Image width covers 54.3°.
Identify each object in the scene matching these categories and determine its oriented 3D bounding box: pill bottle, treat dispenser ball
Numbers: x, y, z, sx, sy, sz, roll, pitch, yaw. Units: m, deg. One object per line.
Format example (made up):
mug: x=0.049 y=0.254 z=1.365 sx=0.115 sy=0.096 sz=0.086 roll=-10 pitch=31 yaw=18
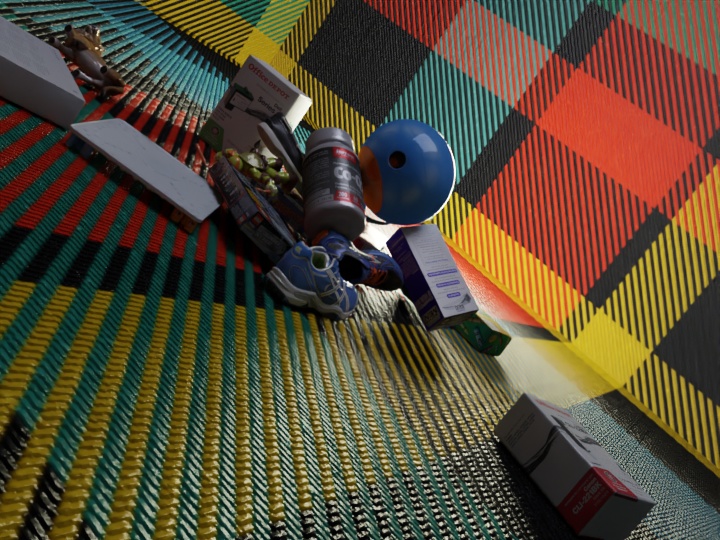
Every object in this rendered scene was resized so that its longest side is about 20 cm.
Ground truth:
pill bottle: x=-0.052 y=-0.159 z=1.291 sx=0.113 sy=0.113 sz=0.204 roll=28 pitch=44 yaw=-39
treat dispenser ball: x=0.087 y=-0.191 z=1.371 sx=0.199 sy=0.202 sz=0.201 roll=35 pitch=11 yaw=-8

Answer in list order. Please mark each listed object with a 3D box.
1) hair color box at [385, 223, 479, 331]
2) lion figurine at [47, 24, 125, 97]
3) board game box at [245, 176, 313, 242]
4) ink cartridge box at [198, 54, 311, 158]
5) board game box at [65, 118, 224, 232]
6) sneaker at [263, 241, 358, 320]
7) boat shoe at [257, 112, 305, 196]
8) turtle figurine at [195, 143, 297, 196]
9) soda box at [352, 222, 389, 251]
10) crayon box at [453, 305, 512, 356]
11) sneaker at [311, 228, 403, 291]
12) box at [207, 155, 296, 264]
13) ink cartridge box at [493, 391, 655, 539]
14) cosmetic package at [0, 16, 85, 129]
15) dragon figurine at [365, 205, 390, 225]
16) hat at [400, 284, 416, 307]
hair color box: x=0.140 y=0.011 z=1.384 sx=0.108 sy=0.065 sz=0.203 roll=-7 pitch=63 yaw=-42
lion figurine: x=-0.462 y=-0.356 z=1.225 sx=0.202 sy=0.072 sz=0.122 roll=56 pitch=6 yaw=16
board game box: x=-0.127 y=-0.123 z=1.395 sx=0.200 sy=0.035 sz=0.135 roll=43 pitch=13 yaw=23
ink cartridge box: x=-0.217 y=-0.316 z=1.449 sx=0.145 sy=0.202 sz=0.084 roll=38 pitch=11 yaw=11
board game box: x=-0.289 y=-0.137 z=0.977 sx=0.198 sy=0.026 sz=0.200 roll=36 pitch=11 yaw=-9
sneaker: x=-0.051 y=0.016 z=0.989 sx=0.076 sy=0.078 sz=0.199 roll=41 pitch=10 yaw=26
boat shoe: x=-0.125 y=-0.215 z=1.381 sx=0.202 sy=0.060 sz=0.074 roll=55 pitch=-16 yaw=-7
turtle figurine: x=-0.198 y=-0.192 z=1.285 sx=0.198 sy=0.066 sz=0.160 roll=31 pitch=15 yaw=30
soda box: x=0.009 y=-0.042 z=1.413 sx=0.063 sy=0.071 sz=0.200 roll=34 pitch=11 yaw=0
crayon box: x=0.241 y=0.103 z=1.595 sx=0.200 sy=0.059 sz=0.118 roll=46 pitch=13 yaw=33
sneaker: x=0.000 y=0.000 z=1.258 sx=0.197 sy=0.076 sz=0.079 roll=21 pitch=27 yaw=-32
box: x=-0.153 y=-0.079 z=1.059 sx=0.137 sy=0.040 sz=0.201 roll=48 pitch=3 yaw=-40
ink cartridge box: x=0.308 y=0.285 z=1.026 sx=0.143 sy=0.084 sz=0.200 roll=26 pitch=16 yaw=-42
cosmetic package: x=-0.463 y=-0.280 z=0.933 sx=0.149 sy=0.052 sz=0.200 roll=24 pitch=18 yaw=-44
dragon figurine: x=-0.033 y=-0.132 z=1.447 sx=0.199 sy=0.060 sz=0.099 roll=39 pitch=25 yaw=22
hat: x=0.096 y=0.037 z=1.516 sx=0.164 sy=0.175 sz=0.203 roll=35 pitch=49 yaw=-21
